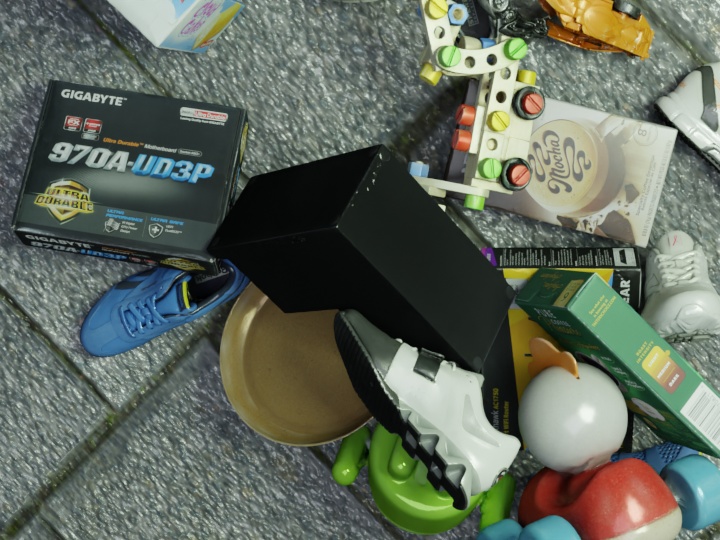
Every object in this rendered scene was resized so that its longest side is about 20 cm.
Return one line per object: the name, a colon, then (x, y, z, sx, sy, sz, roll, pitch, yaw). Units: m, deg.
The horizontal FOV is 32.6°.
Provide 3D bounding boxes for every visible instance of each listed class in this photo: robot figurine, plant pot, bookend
robot figurine: (0.064, 0.186, 1.170, 0.173, 0.200, 0.117, 17, 71, 6)
plant pot: (-0.042, 0.074, 1.194, 0.197, 0.028, 0.203, -8, 65, 18)
robot figurine: (0.189, -0.270, 1.116, 0.198, 0.058, 0.147, 17, 100, -21)
bookend: (0.000, 0.000, 1.116, 0.200, 0.198, 0.093, 45, 60, -26)

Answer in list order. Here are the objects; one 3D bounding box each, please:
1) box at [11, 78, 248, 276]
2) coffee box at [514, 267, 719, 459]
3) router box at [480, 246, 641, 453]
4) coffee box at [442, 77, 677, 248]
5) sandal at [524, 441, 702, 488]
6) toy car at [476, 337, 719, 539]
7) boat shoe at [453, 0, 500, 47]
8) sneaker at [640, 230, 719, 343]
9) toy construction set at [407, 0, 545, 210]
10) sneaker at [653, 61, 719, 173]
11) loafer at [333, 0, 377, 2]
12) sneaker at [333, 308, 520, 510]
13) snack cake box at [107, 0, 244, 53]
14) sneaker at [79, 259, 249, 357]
box: (-0.217, -0.090, 1.182, 0.197, 0.046, 0.161, 9, 72, 3)
coffee box: (0.234, 0.078, 1.070, 0.200, 0.123, 0.044, 42, 82, -11)
router box: (0.188, 0.077, 1.175, 0.147, 0.051, 0.203, 0, 117, 9)
coffee box: (0.183, -0.104, 1.164, 0.197, 0.080, 0.115, 14, 100, 2)
sandal: (0.241, 0.212, 1.213, 0.198, 0.079, 0.088, -31, 92, 7)
toy car: (0.186, 0.155, 1.081, 0.182, 0.177, 0.203, -17, 84, -21)
boat shoe: (0.081, -0.300, 1.147, 0.073, 0.068, 0.202, -13, 98, 6)
sneaker: (0.286, 0.014, 1.121, 0.077, 0.200, 0.101, -5, 89, 8)
toy construction set: (0.088, -0.131, 1.081, 0.129, 0.092, 0.203, 10, 107, -18)
sneaker: (0.371, -0.112, 1.152, 0.200, 0.074, 0.080, 44, 98, -3)
loafer: (0.030, -0.283, 1.110, 0.198, 0.070, 0.071, 4, 114, 46)
sneaker: (0.057, 0.103, 1.062, 0.088, 0.074, 0.201, -33, 73, -22)
snack cake box: (-0.181, -0.260, 1.107, 0.115, 0.200, 0.067, 45, 99, -4)
sneaker: (-0.199, 0.030, 1.218, 0.198, 0.078, 0.067, -27, 98, 10)
